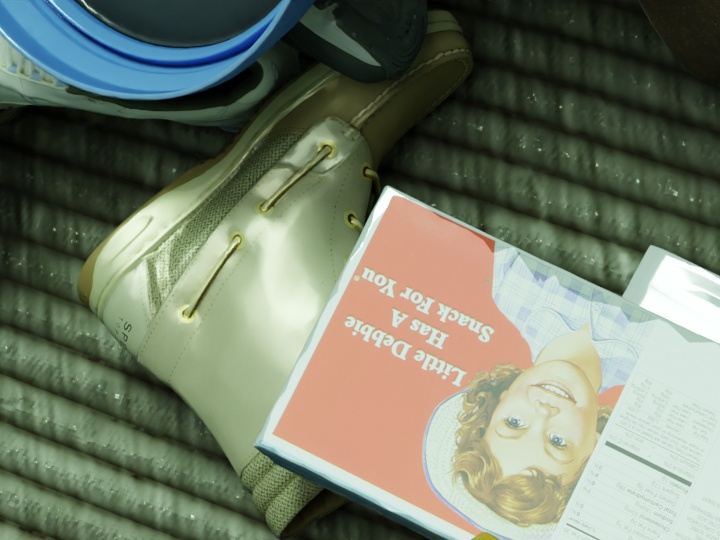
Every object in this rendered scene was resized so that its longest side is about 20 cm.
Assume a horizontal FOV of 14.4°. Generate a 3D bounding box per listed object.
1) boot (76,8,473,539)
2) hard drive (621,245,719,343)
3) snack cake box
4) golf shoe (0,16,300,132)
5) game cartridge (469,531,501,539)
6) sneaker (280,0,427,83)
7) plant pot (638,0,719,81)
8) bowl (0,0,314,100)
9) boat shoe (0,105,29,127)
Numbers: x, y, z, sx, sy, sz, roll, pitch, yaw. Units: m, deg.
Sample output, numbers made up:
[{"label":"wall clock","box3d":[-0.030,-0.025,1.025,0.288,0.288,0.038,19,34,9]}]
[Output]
[{"label":"boot","box3d":[0.000,0.000,1.192,0.200,0.073,0.156,-39,70,-5]},{"label":"hard drive","box3d":[0.127,0.105,1.138,0.131,0.026,0.201,26,84,24]},{"label":"snack cake box","box3d":[0.074,0.064,1.096,0.199,0.067,0.116,26,84,11]},{"label":"golf shoe","box3d":[-0.125,-0.102,1.216,0.198,0.097,0.079,4,96,0]},{"label":"game cartridge","box3d":[0.099,0.215,1.052,0.200,0.032,0.177,34,131,25]},{"label":"sneaker","box3d":[-0.055,-0.144,1.191,0.200,0.085,0.074,44,51,10]},{"label":"plant pot","box3d":[0.206,-0.158,1.125,0.199,0.187,0.188,-26,66,25]},{"label":"bowl","box3d":[-0.087,-0.168,1.116,0.200,0.039,0.202,10,109,32]},{"label":"boat shoe","box3d":[-0.207,-0.091,1.290,0.200,0.073,0.075,-38,65,5]}]
